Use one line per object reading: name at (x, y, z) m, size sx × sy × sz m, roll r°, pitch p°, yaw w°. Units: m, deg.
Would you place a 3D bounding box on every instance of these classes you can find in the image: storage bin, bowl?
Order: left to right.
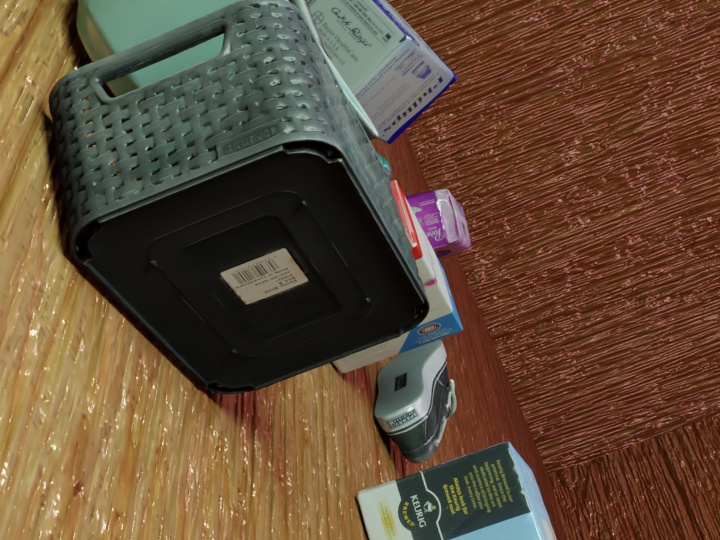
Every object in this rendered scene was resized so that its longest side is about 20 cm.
bowl at (-0.089, -0.131, 0.782) m, size 0.201 × 0.105 × 0.201 m, roll 55°, pitch 6°, yaw -8°
storage bin at (-0.057, -0.029, 0.701) m, size 0.200 × 0.135 × 0.094 m, roll 57°, pitch 14°, yaw -58°

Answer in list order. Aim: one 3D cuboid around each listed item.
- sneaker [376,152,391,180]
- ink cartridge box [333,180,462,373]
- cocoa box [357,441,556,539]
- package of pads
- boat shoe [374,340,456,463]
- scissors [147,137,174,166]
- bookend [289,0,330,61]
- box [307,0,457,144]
sneaker at (-0.019, -0.096, 1.374) m, size 0.121 × 0.083 × 0.200 m, roll 54°, pitch 13°, yaw -28°
ink cartridge box at (0.000, 0.000, 1.099) m, size 0.200 × 0.116 × 0.067 m, roll 58°, pitch 14°, yaw -57°
cocoa box at (0.098, 0.256, 1.056) m, size 0.133 × 0.131 × 0.200 m, roll 51°, pitch 20°, yaw -66°
package of pads at (0.071, -0.050, 1.702) m, size 0.200 × 0.120 × 0.076 m, roll 10°, pitch 65°, yaw -81°
boat shoe at (0.061, 0.129, 1.336) m, size 0.068 × 0.073 × 0.199 m, roll 63°, pitch 9°, yaw -13°
scissors at (-0.134, -0.128, 0.906) m, size 0.073 × 0.014 × 0.200 m, roll 56°, pitch 14°, yaw -49°
bookend at (-0.050, -0.211, 0.962) m, size 0.092 × 0.198 × 0.200 m, roll -163°, pitch -128°, yaw -85°
box at (-0.019, -0.236, 1.342) m, size 0.184 × 0.105 × 0.200 m, roll 49°, pitch 10°, yaw 14°
